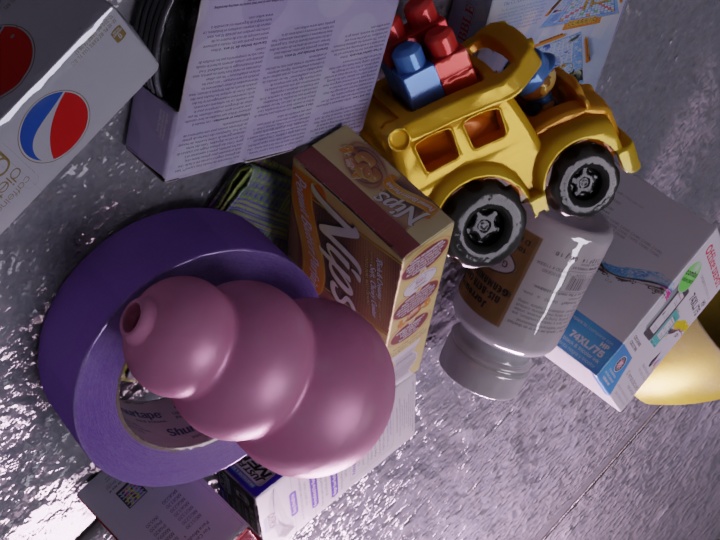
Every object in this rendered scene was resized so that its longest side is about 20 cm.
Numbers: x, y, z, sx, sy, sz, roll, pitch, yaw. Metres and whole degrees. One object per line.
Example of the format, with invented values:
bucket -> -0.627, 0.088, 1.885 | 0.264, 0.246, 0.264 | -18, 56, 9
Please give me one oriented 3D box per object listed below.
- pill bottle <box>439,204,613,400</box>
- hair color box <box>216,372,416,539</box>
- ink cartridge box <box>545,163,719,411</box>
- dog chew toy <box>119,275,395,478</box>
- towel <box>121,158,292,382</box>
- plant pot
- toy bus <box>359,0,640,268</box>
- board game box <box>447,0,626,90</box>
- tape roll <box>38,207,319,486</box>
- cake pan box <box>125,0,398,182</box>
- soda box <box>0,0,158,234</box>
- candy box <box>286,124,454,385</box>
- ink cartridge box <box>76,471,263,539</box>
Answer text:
pill bottle -> 0.156, 0.022, 1.298 | 0.114, 0.114, 0.200 | -7, 128, -51
hair color box -> -0.038, 0.165, 1.238 | 0.200, 0.065, 0.109 | -37, 148, -27
ink cartridge box -> 0.275, 0.017, 1.424 | 0.200, 0.146, 0.147 | -51, 151, -3
dog chew toy -> -0.071, 0.064, 0.875 | 0.200, 0.125, 0.125 | 25, 102, -38
towel -> -0.101, 0.010, 1.024 | 0.200, 0.023, 0.144 | -55, 149, 6
plant pot -> 0.397, 0.090, 1.659 | 0.142, 0.200, 0.200 | -37, 158, 28
toy bus -> 0.090, -0.123, 1.004 | 0.200, 0.136, 0.192 | -24, 119, -8
board game box -> 0.147, -0.199, 1.118 | 0.200, 0.041, 0.200 | -22, 139, -40
tape roll -> -0.127, 0.057, 0.954 | 0.200, 0.066, 0.200 | -21, 130, -27
cake pan box -> -0.057, -0.162, 0.871 | 0.200, 0.052, 0.184 | -21, 136, -42
soda box -> -0.210, -0.075, 0.735 | 0.200, 0.068, 0.064 | -48, 150, -6
candy box -> 0.000, 0.000, 0.993 | 0.055, 0.115, 0.200 | -35, 156, -27
ink cartridge box -> -0.121, 0.248, 1.100 | 0.084, 0.176, 0.200 | -44, 149, -14
